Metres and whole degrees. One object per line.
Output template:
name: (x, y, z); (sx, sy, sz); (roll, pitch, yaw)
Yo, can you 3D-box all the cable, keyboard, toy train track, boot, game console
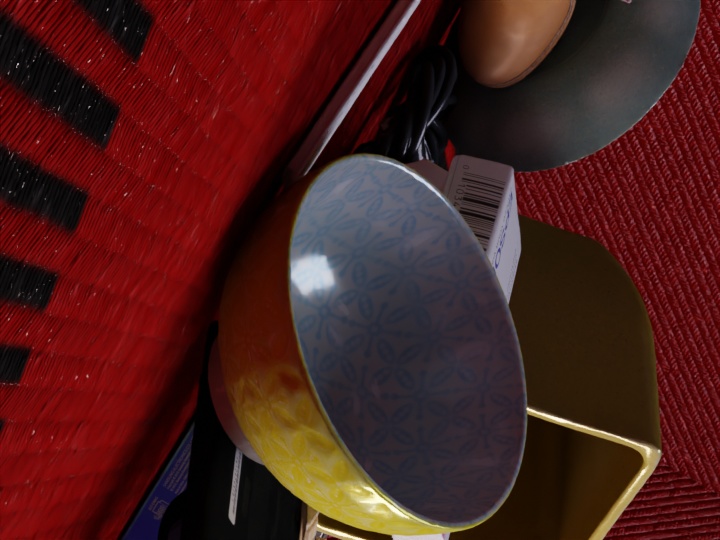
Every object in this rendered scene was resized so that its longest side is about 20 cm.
cable: (0.016, -0.059, 1.845); (0.200, 0.051, 0.164); (88, 26, -73)
keyboard: (-0.001, -0.100, 1.539); (0.200, 0.011, 0.056); (-58, 175, -38)
toy train track: (-0.010, 0.086, 1.591); (0.115, 0.032, 0.201); (-90, -172, -65)
boot: (0.092, -0.186, 1.761); (0.200, 0.074, 0.155); (-68, 170, 25)
game console: (-0.097, 0.157, 1.538); (0.176, 0.116, 0.200); (61, 25, -47)

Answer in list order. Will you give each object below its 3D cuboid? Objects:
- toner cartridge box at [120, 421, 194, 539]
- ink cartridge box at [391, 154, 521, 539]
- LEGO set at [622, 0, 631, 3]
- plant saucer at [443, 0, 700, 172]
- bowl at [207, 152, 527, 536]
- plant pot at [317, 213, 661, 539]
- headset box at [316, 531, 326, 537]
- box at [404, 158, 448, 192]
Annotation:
toner cartridge box: (-0.084, 0.110, 1.755); (0.200, 0.043, 0.095); (-59, 177, -25)
ink cartridge box: (0.055, 0.058, 1.683); (0.200, 0.043, 0.197); (69, 34, -70)
LEGO set: (0.140, -0.236, 1.584); (0.200, 0.116, 0.154); (-61, 176, -3)
plant saucer: (0.126, -0.159, 1.887); (0.039, 0.201, 0.201); (44, 70, -43)
bowl: (-0.014, 0.049, 1.474); (0.107, 0.200, 0.200); (-19, -157, 34)
plant pot: (0.085, 0.068, 1.931); (0.194, 0.195, 0.200); (119, -15, -48)
headset box: (-0.018, 0.091, 2.121); (0.200, 0.093, 0.174); (-64, 175, 35)
box: (0.000, 0.000, 1.677); (0.122, 0.048, 0.200); (-65, 161, 15)
